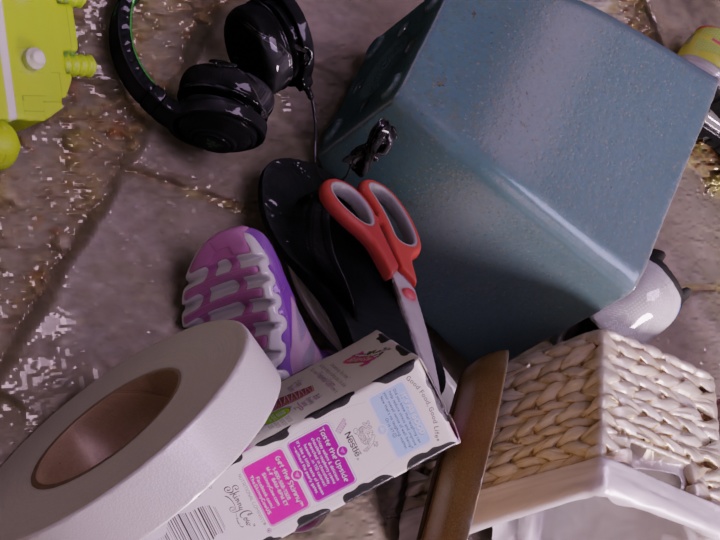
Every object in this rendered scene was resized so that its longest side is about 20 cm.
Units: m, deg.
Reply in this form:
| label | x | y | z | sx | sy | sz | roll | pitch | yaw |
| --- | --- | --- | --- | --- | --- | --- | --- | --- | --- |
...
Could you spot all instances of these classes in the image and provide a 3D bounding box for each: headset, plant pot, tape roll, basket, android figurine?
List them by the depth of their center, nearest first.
| label | x | y | z | sx | sy | sz | roll | pitch | yaw |
| --- | --- | --- | --- | --- | --- | --- | --- | --- | --- |
| tape roll | -0.138 | 0.105 | 1.418 | 0.037 | 0.202 | 0.203 | 55 | 49 | -18 |
| android figurine | -0.248 | -0.148 | 1.492 | 0.199 | 0.041 | 0.183 | 0 | 79 | -41 |
| plant pot | 0.056 | 0.144 | 1.528 | 0.027 | 0.200 | 0.201 | 15 | 64 | 1 |
| headset | -0.069 | -0.131 | 1.598 | 0.200 | 0.094 | 0.124 | 39 | 63 | -7 |
| basket | 0.137 | 0.132 | 1.669 | 0.135 | 0.199 | 0.124 | 23 | 58 | -37 |
| plant pot | 0.090 | -0.084 | 1.691 | 0.200 | 0.196 | 0.196 | 35 | 57 | -15 |

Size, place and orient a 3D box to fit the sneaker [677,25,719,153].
| label | x | y | z | sx | sy | sz | roll | pitch | yaw |
| --- | --- | --- | --- | --- | --- | --- | --- | --- | --- |
| sneaker | 0.325 | -0.122 | 1.989 | 0.200 | 0.078 | 0.091 | 46 | 46 | -27 |

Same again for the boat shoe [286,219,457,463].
| label | x | y | z | sx | sy | sz | roll | pitch | yaw |
| --- | --- | --- | --- | --- | --- | --- | --- | --- | --- |
| boat shoe | 0.001 | 0.044 | 1.657 | 0.073 | 0.062 | 0.201 | -27 | 79 | -26 |

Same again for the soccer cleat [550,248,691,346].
| label | x | y | z | sx | sy | sz | roll | pitch | yaw |
| --- | --- | --- | --- | --- | --- | --- | --- | --- | --- |
| soccer cleat | 0.158 | 0.036 | 1.730 | 0.086 | 0.200 | 0.070 | -35 | 89 | -20 |

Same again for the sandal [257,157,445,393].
| label | x | y | z | sx | sy | sz | roll | pitch | yaw |
| --- | --- | --- | --- | --- | --- | --- | --- | --- | --- |
| sandal | 0.001 | 0.000 | 1.608 | 0.075 | 0.048 | 0.201 | -17 | 66 | -33 |

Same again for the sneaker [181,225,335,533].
| label | x | y | z | sx | sy | sz | roll | pitch | yaw |
| --- | --- | --- | --- | --- | --- | --- | --- | --- | --- |
| sneaker | -0.050 | 0.065 | 1.598 | 0.088 | 0.080 | 0.201 | -26 | 101 | -50 |

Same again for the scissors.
| label | x | y | z | sx | sy | sz | roll | pitch | yaw |
| --- | --- | --- | --- | --- | --- | --- | --- | --- | --- |
| scissors | 0.032 | 0.009 | 1.552 | 0.073 | 0.014 | 0.200 | 14 | 35 | -43 |

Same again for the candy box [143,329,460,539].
| label | x | y | z | sx | sy | sz | roll | pitch | yaw |
| --- | --- | --- | --- | --- | --- | --- | --- | --- | --- |
| candy box | -0.051 | 0.114 | 1.477 | 0.199 | 0.136 | 0.061 | -28 | 100 | -6 |

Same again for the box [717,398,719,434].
| label | x | y | z | sx | sy | sz | roll | pitch | yaw |
| --- | --- | --- | --- | --- | --- | --- | --- | --- | --- |
| box | 0.252 | 0.187 | 1.803 | 0.200 | 0.128 | 0.109 | -40 | 106 | -42 |
